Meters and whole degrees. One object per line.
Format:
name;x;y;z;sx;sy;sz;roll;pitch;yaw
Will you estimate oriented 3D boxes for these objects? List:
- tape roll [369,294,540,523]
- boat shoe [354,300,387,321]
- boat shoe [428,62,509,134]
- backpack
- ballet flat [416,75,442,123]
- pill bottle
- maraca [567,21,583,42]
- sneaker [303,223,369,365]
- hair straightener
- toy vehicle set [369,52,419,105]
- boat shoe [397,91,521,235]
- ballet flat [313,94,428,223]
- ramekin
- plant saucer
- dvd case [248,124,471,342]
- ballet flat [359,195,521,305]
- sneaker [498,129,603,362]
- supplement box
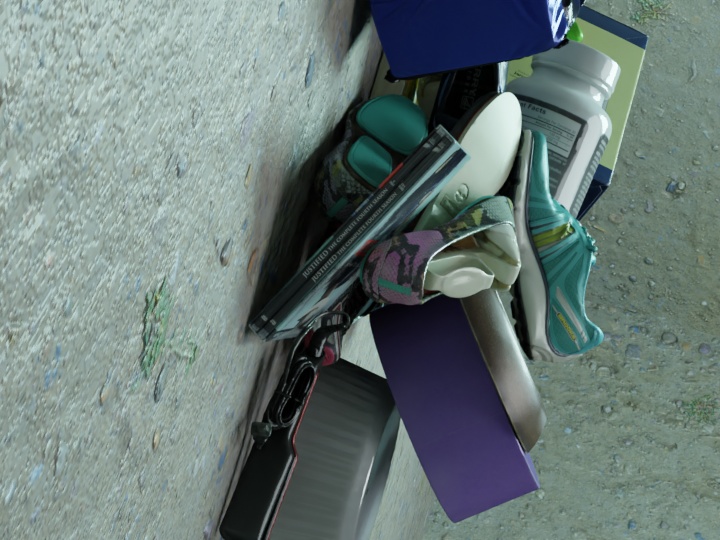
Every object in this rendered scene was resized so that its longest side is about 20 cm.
tape roll;0.083;0.114;1.361;0.200;0.084;0.202;-22;90;-85
boat shoe;0.012;0.002;1.430;0.200;0.061;0.073;-60;166;-57
boat shoe;0.085;-0.128;1.351;0.069;0.083;0.202;-14;107;-83
backpack;0.102;-0.264;1.234;0.200;0.161;0.169;-58;142;-57
ballet flat;0.081;-0.186;1.417;0.069;0.069;0.202;-43;143;-74
pill bottle;0.167;-0.110;1.429;0.111;0.110;0.201;43;71;-80
maraca;0.147;-0.286;1.469;0.107;0.201;0.137;-38;167;1
sneaker;0.000;0.000;1.312;0.081;0.074;0.201;95;13;-48
hair straightener;-0.057;0.122;1.194;0.201;0.041;0.077;-64;170;-4
toy vehicle set;0.036;-0.168;1.418;0.124;0.026;0.202;68;37;-76
boat shoe;0.067;-0.068;1.276;0.071;0.062;0.201;45;68;-40
ballet flat;0.003;-0.089;1.259;0.200;0.071;0.073;-58;161;-63
ramekin;-0.028;0.173;1.355;0.202;0.093;0.204;15;90;-82
plant saucer;0.118;0.058;1.326;0.200;0.032;0.202;-23;90;-86
dvd case;0.004;-0.025;1.161;0.200;0.022;0.146;-45;174;5
ballet flat;0.080;-0.008;1.195;0.199;0.071;0.070;-20;130;-51
sneaker;0.163;-0.023;1.329;0.078;0.079;0.202;164;-83;-85
supplement box;0.166;-0.173;1.590;0.134;0.199;0.201;124;-12;-59
